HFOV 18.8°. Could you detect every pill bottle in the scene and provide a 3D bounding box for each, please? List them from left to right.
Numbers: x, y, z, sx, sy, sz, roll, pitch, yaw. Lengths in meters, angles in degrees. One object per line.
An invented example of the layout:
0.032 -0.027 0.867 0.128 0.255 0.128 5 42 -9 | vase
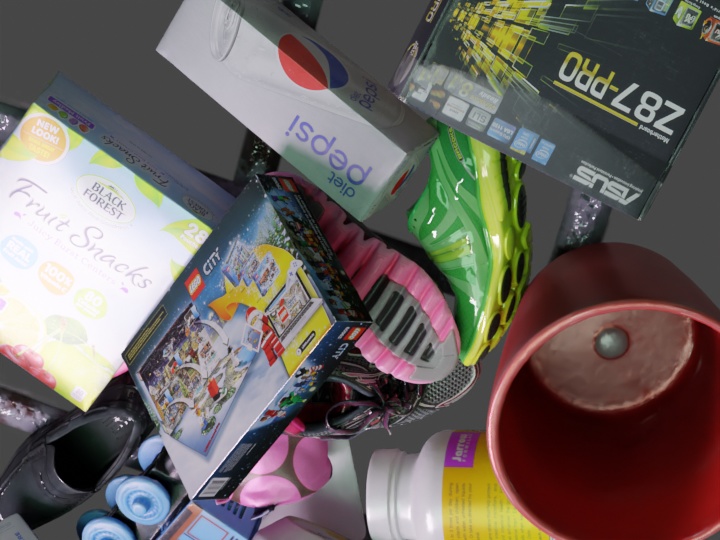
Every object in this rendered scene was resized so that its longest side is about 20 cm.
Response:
0.108 0.174 1.668 0.199 0.104 0.105 -1 116 13 | pill bottle

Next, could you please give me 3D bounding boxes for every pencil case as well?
-0.081 0.082 1.663 0.093 0.091 0.201 -7 105 7 | pencil case

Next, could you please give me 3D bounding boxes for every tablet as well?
-0.073 0.134 1.745 0.129 0.014 0.201 -4 115 15 | tablet

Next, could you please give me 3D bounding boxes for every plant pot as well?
0.185 0.077 1.546 0.199 0.177 0.201 0 112 0 | plant pot

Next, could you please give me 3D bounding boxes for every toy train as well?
-0.166 0.220 1.763 0.114 0.087 0.200 36 123 -7 | toy train

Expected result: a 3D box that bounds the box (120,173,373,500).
-0.085 0.049 1.550 0.200 0.038 0.137 -51 53 32 | box

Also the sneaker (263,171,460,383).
0.000 0.000 1.614 0.200 0.095 0.079 45 99 1 | sneaker

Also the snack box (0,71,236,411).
-0.216 -0.019 1.632 0.168 0.068 0.200 35 117 -7 | snack box

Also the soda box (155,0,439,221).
-0.045 -0.128 1.553 0.200 0.063 0.068 41 119 9 | soda box

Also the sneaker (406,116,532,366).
0.079 -0.028 1.603 0.083 0.074 0.201 11 117 27 | sneaker

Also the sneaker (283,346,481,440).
0.006 0.092 1.624 0.199 0.075 0.081 -11 106 -29 | sneaker

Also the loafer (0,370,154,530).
-0.236 0.154 1.761 0.068 0.070 0.200 45 117 -10 | loafer

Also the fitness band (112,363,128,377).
-0.205 0.001 1.698 0.143 0.037 0.200 39 119 -7 | fitness band

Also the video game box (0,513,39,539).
-0.241 0.323 1.775 0.182 0.047 0.201 47 150 34 | video game box

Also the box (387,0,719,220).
0.141 -0.149 1.480 0.199 0.049 0.162 26 100 -17 | box

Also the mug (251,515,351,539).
-0.051 0.278 1.716 0.149 0.187 0.154 24 90 4 | mug
